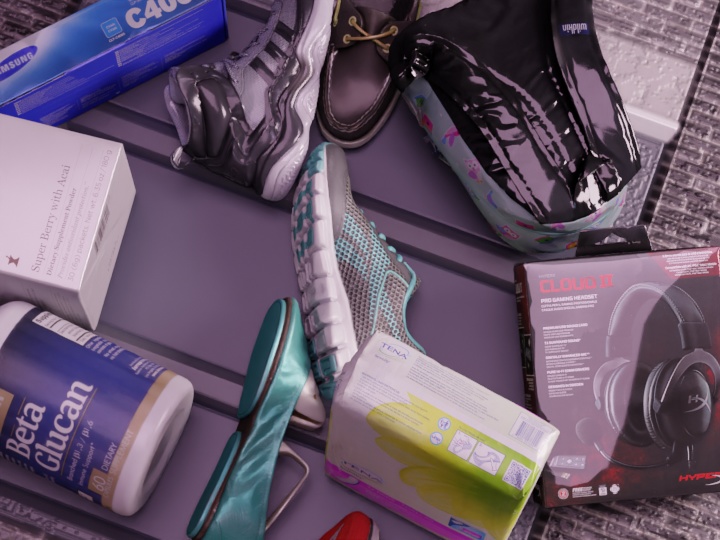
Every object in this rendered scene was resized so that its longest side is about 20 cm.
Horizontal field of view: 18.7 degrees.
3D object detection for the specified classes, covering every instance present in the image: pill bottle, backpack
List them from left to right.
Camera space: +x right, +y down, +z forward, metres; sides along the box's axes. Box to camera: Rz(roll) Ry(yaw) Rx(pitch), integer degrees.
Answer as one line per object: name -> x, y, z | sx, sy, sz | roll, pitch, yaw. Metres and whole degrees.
pill bottle -> -0.233, 0.091, 1.612 | 0.199, 0.111, 0.112 | 25, 75, 6
backpack -> 0.130, -0.114, 1.669 | 0.166, 0.127, 0.201 | -29, 76, -6

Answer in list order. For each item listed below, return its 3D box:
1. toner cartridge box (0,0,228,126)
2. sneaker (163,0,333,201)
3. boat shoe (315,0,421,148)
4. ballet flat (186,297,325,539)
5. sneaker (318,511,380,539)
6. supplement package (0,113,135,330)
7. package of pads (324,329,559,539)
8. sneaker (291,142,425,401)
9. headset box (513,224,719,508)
toner cartridge box -> -0.200, -0.169, 1.694 | 0.199, 0.095, 0.043 | -28, 76, -9
sneaker -> -0.089, -0.161, 1.694 | 0.113, 0.075, 0.201 | 13, 77, -12
boat shoe -> 0.009, -0.197, 1.723 | 0.071, 0.061, 0.202 | 15, 75, 3
ballet flat -> -0.066, 0.123, 1.637 | 0.070, 0.067, 0.201 | 23, 76, -14
sneaker -> -0.072, 0.235, 1.583 | 0.200, 0.077, 0.085 | -39, 99, -11
supplement package -> -0.283, -0.047, 1.645 | 0.199, 0.120, 0.122 | 14, 75, 3
package of pads -> 0.051, 0.126, 1.561 | 0.154, 0.200, 0.068 | 28, 70, 7
sneaker -> 0.000, 0.000, 1.672 | 0.091, 0.078, 0.201 | -3, 78, -18
headset box -> 0.195, 0.068, 1.625 | 0.148, 0.077, 0.201 | -4, 89, -3
